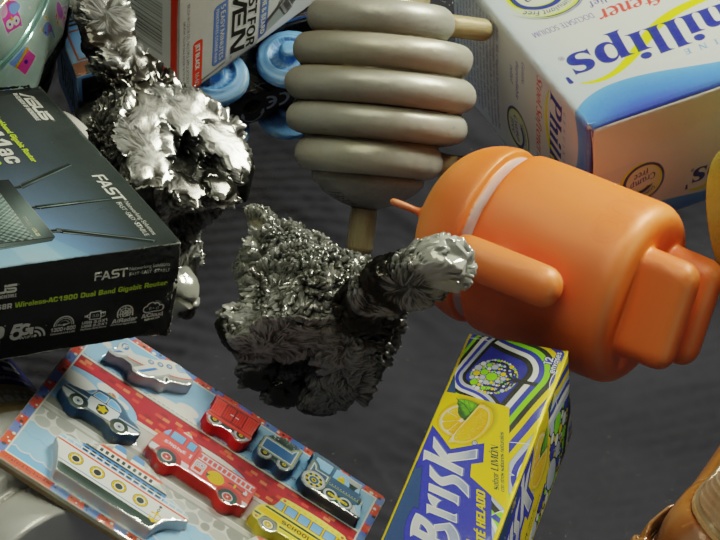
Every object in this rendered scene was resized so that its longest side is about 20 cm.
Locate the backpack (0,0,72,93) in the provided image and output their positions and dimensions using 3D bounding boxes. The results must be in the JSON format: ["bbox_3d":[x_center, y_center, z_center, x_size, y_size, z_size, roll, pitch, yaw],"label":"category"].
[{"bbox_3d":[-0.261,-0.170,1.576,0.166,0.127,0.201,-28,34,21],"label":"backpack"}]

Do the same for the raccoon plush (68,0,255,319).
[{"bbox_3d":[-0.137,-0.065,1.494,0.096,0.134,0.201,1,57,-29],"label":"raccoon plush"}]

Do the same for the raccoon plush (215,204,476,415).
[{"bbox_3d":[0.000,0.000,1.465,0.199,0.097,0.135,-20,39,27],"label":"raccoon plush"}]

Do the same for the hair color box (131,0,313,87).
[{"bbox_3d":[-0.070,-0.212,1.598,0.064,0.111,0.200,34,55,23],"label":"hair color box"}]

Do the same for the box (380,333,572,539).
[{"bbox_3d":[0.063,0.131,1.375,0.064,0.070,0.201,8,44,17],"label":"box"}]

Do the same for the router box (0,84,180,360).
[{"bbox_3d":[-0.210,-0.029,1.375,0.149,0.063,0.200,-8,35,-31],"label":"router box"}]

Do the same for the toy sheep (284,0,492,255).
[{"bbox_3d":[0.014,-0.110,1.578,0.137,0.202,0.138,3,-1,0],"label":"toy sheep"}]

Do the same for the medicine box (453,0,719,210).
[{"bbox_3d":[0.183,-0.138,1.632,0.181,0.103,0.200,-20,44,-16],"label":"medicine box"}]

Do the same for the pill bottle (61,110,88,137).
[{"bbox_3d":[-0.248,-0.010,1.525,0.199,0.114,0.113,-30,48,-25],"label":"pill bottle"}]

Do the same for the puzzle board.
[{"bbox_3d":[-0.090,0.113,1.359,0.199,0.017,0.151,32,32,0],"label":"puzzle board"}]

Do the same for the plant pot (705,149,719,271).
[{"bbox_3d":[0.291,-0.036,1.470,0.141,0.201,0.201,-12,37,29],"label":"plant pot"}]

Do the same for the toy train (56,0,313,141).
[{"bbox_3d":[-0.109,-0.137,1.656,0.199,0.087,0.115,-18,59,-13],"label":"toy train"}]

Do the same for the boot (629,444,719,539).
[{"bbox_3d":[0.179,0.153,1.329,0.074,0.200,0.155,45,98,13],"label":"boot"}]

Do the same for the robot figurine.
[{"bbox_3d":[0.118,-0.005,1.487,0.199,0.117,0.144,23,52,26],"label":"robot figurine"}]

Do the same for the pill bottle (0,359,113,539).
[{"bbox_3d":[-0.222,0.112,1.386,0.119,0.120,0.200,-28,47,-23],"label":"pill bottle"}]
